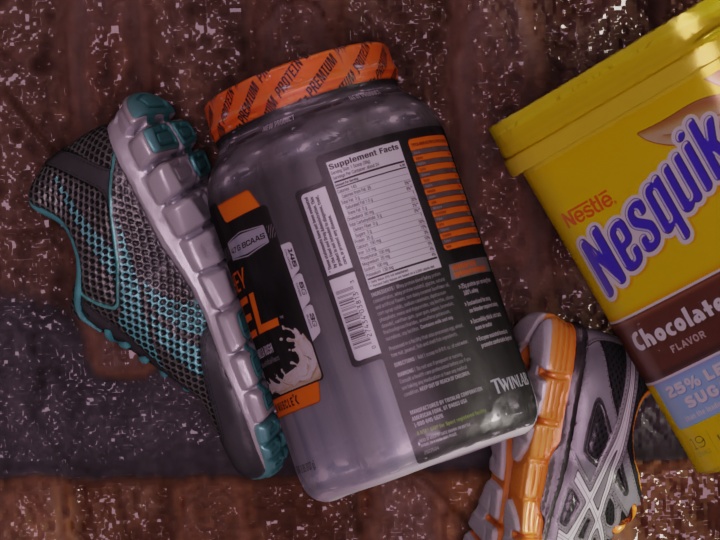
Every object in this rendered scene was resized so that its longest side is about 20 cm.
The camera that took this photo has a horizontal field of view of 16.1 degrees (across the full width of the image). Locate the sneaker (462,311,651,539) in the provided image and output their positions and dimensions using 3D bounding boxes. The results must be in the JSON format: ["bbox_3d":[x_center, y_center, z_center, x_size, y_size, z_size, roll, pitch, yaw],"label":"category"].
[{"bbox_3d":[0.102,0.123,1.282,0.077,0.078,0.201,7,104,-21],"label":"sneaker"}]

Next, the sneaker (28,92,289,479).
[{"bbox_3d":[-0.098,0.016,1.270,0.091,0.078,0.201,-22,95,18],"label":"sneaker"}]

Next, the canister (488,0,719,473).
[{"bbox_3d":[0.173,-0.019,1.226,0.148,0.086,0.201,-30,91,31],"label":"canister"}]

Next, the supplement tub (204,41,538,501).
[{"bbox_3d":[0.000,0.000,1.226,0.122,0.123,0.201,-19,85,1],"label":"supplement tub"}]
